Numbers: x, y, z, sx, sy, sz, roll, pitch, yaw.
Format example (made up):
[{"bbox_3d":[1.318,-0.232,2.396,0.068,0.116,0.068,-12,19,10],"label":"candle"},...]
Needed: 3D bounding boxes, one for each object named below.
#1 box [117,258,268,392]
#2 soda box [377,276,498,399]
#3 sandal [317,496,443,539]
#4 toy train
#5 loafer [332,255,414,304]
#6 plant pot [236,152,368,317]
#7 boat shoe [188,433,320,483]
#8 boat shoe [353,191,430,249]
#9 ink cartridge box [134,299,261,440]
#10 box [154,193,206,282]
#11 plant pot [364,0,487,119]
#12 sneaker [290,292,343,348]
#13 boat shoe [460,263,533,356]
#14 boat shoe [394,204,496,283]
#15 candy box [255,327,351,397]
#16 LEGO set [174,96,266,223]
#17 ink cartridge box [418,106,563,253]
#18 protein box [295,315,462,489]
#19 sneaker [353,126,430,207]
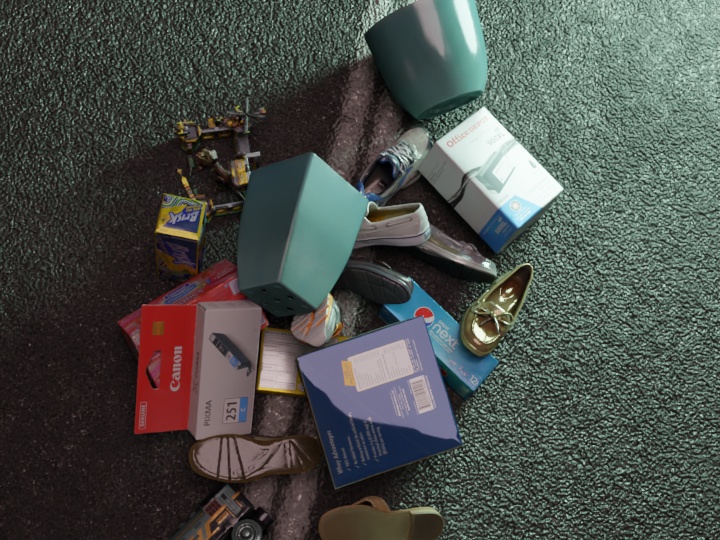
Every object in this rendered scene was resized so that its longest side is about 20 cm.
[{"bbox_3d":[-0.254,0.081,1.670,0.198,0.094,0.104,-32,114,-17],"label":"box"},{"bbox_3d":[0.123,0.109,1.753,0.200,0.064,0.068,44,70,7],"label":"soda box"},{"bbox_3d":[0.020,0.376,1.652,0.208,0.070,0.079,5,104,-25],"label":"sandal"},{"bbox_3d":[-0.222,0.406,1.594,0.114,0.086,0.200,41,72,19],"label":"toy train"},{"bbox_3d":[0.000,0.000,1.739,0.197,0.073,0.063,11,47,27],"label":"loafer"},{"bbox_3d":[-0.102,-0.043,1.651,0.141,0.140,0.203,38,56,-37],"label":"plant pot"},{"bbox_3d":[-0.160,0.283,1.647,0.197,0.066,0.073,-2,75,-14],"label":"boat shoe"},{"bbox_3d":[0.009,-0.085,1.747,0.198,0.087,0.075,0,37,21],"label":"boat shoe"},{"bbox_3d":[-0.239,0.149,1.615,0.173,0.045,0.204,-2,105,-30],"label":"ink cartridge box"},{"bbox_3d":[-0.274,-0.044,1.671,0.069,0.200,0.065,11,68,-5],"label":"box"},{"bbox_3d":[0.124,-0.353,1.850,0.198,0.200,0.164,-19,87,-14],"label":"plant pot"},{"bbox_3d":[-0.057,0.074,1.678,0.078,0.200,0.078,-37,107,10],"label":"sneaker"},{"bbox_3d":[0.219,0.057,1.750,0.073,0.063,0.201,37,46,-1],"label":"boat shoe"},{"bbox_3d":[0.137,-0.041,1.804,0.199,0.075,0.066,24,73,7],"label":"boat shoe"},{"bbox_3d":[-0.063,0.152,1.729,0.196,0.026,0.104,7,68,-7],"label":"candy box"},{"bbox_3d":[-0.224,-0.180,1.770,0.151,0.116,0.204,-1,71,-9],"label":"LEGO set"},{"bbox_3d":[0.217,-0.153,1.830,0.200,0.084,0.144,47,54,9],"label":"ink cartridge box"},{"bbox_3d":[0.023,0.194,1.637,0.197,0.135,0.202,-17,86,-5],"label":"protein box"},{"bbox_3d":[0.057,-0.170,1.828,0.077,0.085,0.201,37,69,5],"label":"sneaker"}]
